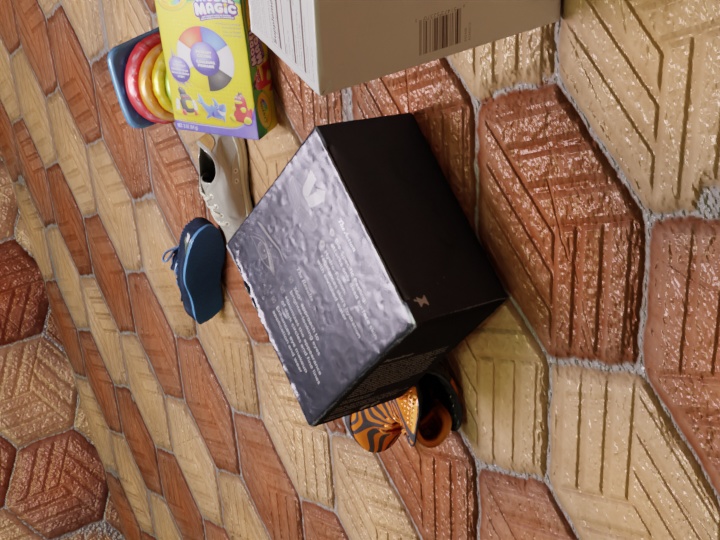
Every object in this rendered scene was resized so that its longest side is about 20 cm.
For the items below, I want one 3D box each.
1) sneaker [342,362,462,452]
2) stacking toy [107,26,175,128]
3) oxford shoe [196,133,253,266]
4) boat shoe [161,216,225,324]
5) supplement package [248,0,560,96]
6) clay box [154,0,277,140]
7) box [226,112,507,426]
[{"bbox_3d":[0.040,0.144,1.419,0.113,0.077,0.201,57,154,33],"label":"sneaker"},{"bbox_3d":[-0.197,-0.224,1.687,0.199,0.115,0.111,12,126,49],"label":"stacking toy"},{"bbox_3d":[-0.166,-0.088,1.752,0.075,0.057,0.202,41,145,47],"label":"oxford shoe"},{"bbox_3d":[-0.231,-0.004,1.936,0.069,0.084,0.201,45,146,26],"label":"boat shoe"},{"bbox_3d":[0.029,-0.234,0.974,0.111,0.198,0.157,47,148,45],"label":"supplement package"},{"bbox_3d":[-0.159,-0.247,1.550,0.113,0.048,0.202,10,124,27],"label":"clay box"},{"bbox_3d":[0.000,0.000,1.284,0.200,0.116,0.199,-47,63,47],"label":"box"}]
